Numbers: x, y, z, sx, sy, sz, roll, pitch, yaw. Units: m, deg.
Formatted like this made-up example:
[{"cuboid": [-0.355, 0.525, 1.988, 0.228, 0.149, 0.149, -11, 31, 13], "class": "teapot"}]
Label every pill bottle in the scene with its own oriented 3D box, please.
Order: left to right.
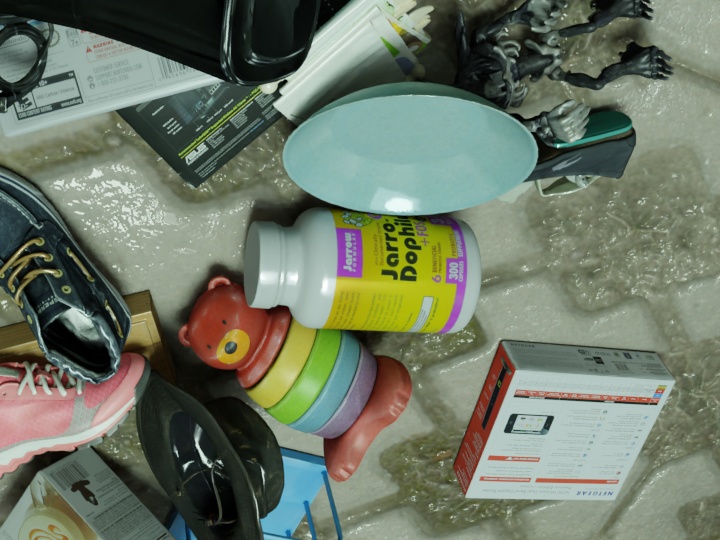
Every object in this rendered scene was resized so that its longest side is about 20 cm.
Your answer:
[{"cuboid": [0.000, 0.000, 0.852, 0.196, 0.105, 0.106, 3, 123, -18], "class": "pill bottle"}]

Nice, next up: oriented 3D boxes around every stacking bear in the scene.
[{"cuboid": [-0.069, 0.083, 0.887, 0.198, 0.114, 0.122, 33, 108, -19], "class": "stacking bear"}]

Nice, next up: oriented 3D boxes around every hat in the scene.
[{"cuboid": [-0.119, 0.167, 0.862, 0.080, 0.199, 0.204, -25, 132, -33], "class": "hat"}]

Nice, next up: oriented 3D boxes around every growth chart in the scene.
[{"cuboid": [-0.002, -0.150, 0.733, 0.144, 0.018, 0.200, -37, 167, 3], "class": "growth chart"}]

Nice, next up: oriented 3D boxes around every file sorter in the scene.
[{"cuboid": [-0.121, 0.297, 1.006, 0.137, 0.123, 0.202, 18, 116, -26], "class": "file sorter"}]

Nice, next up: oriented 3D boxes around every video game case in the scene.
[{"cuboid": [-0.177, -0.204, 0.654, 0.196, 0.024, 0.186, -13, 103, 7], "class": "video game case"}]

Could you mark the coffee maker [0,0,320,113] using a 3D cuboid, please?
[{"cuboid": [-0.125, -0.176, 0.568, 0.197, 0.135, 0.194, 20, 135, 17], "class": "coffee maker"}]

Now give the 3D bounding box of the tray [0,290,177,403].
[{"cuboid": [-0.275, 0.092, 0.879, 0.196, 0.037, 0.100, -14, 125, -5], "class": "tray"}]

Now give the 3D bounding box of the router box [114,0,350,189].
[{"cuboid": [-0.106, -0.181, 0.726, 0.199, 0.062, 0.150, -37, 125, 10], "class": "router box"}]

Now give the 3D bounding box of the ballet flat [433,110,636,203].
[{"cuboid": [0.152, -0.094, 0.856, 0.196, 0.073, 0.074, -9, 125, -13], "class": "ballet flat"}]

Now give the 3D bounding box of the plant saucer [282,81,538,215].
[{"cuboid": [0.038, -0.100, 0.750, 0.196, 0.039, 0.202, 0, 160, 0], "class": "plant saucer"}]

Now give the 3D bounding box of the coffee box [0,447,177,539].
[{"cuboid": [-0.244, 0.287, 0.923, 0.200, 0.080, 0.115, 44, 111, 10], "class": "coffee box"}]

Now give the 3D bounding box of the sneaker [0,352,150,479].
[{"cuboid": [-0.278, 0.112, 0.826, 0.197, 0.074, 0.088, -24, 123, 0], "class": "sneaker"}]

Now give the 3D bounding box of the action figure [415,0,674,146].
[{"cuboid": [0.148, -0.167, 0.774, 0.197, 0.102, 0.121, -21, 105, -9], "class": "action figure"}]

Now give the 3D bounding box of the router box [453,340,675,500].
[{"cuboid": [0.220, 0.170, 1.061, 0.196, 0.049, 0.182, 6, 121, -19], "class": "router box"}]

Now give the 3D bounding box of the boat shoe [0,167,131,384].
[{"cuboid": [-0.258, 0.000, 0.771, 0.071, 0.091, 0.201, -39, 112, 4], "class": "boat shoe"}]
